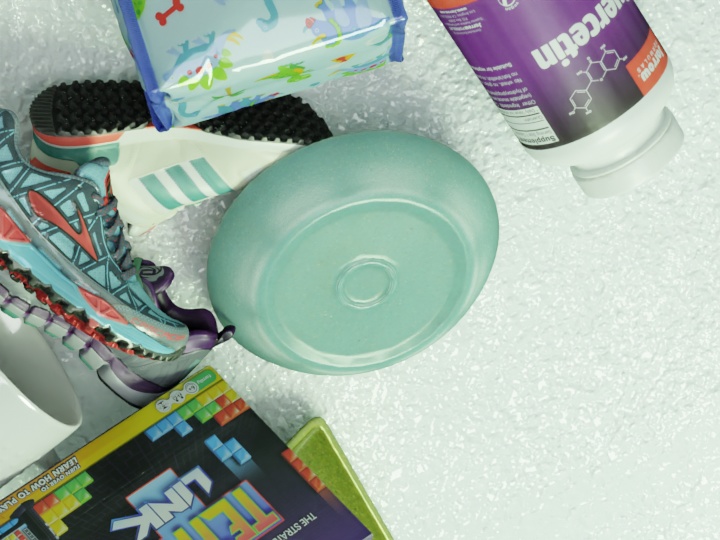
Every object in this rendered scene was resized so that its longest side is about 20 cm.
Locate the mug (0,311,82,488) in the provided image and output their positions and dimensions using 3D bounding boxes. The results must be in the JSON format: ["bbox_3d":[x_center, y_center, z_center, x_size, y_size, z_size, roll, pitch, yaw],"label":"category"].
[{"bbox_3d":[-0.276,0.110,1.656,0.175,0.148,0.200,-37,121,7],"label":"mug"}]

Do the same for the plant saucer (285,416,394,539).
[{"bbox_3d":[-0.056,0.235,1.750,0.200,0.048,0.200,-44,115,-34],"label":"plant saucer"}]

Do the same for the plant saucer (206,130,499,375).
[{"bbox_3d":[0.000,0.000,1.693,0.200,0.036,0.200,-9,129,-11],"label":"plant saucer"}]

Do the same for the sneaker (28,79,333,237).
[{"bbox_3d":[-0.119,-0.069,1.673,0.200,0.070,0.093,0,130,-15],"label":"sneaker"}]

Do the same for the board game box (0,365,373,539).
[{"bbox_3d":[-0.120,0.175,1.638,0.200,0.165,0.057,-34,156,-31],"label":"board game box"}]

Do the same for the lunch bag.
[{"bbox_3d":[-0.078,-0.207,1.597,0.170,0.127,0.200,-18,82,-5],"label":"lunch bag"}]

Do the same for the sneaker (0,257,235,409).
[{"bbox_3d":[-0.175,0.003,1.669,0.088,0.074,0.200,-40,121,20],"label":"sneaker"}]

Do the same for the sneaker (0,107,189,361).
[{"bbox_3d":[-0.174,-0.024,1.592,0.200,0.079,0.096,40,82,-17],"label":"sneaker"}]

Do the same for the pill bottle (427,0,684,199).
[{"bbox_3d":[0.127,-0.147,1.660,0.112,0.112,0.200,-35,111,2],"label":"pill bottle"}]
